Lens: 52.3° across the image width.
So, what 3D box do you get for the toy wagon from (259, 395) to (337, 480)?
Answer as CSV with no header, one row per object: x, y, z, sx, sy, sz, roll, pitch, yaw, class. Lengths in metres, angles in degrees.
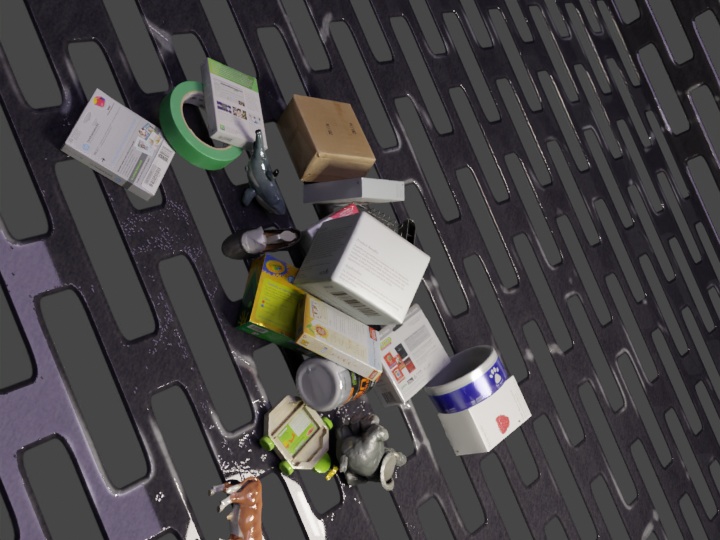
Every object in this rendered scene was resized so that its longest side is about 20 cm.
-0.126,0.371,1.592,0.155,0.040,0.200,-43,102,-39,toy wagon

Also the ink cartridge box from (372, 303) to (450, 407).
0.100,0.205,1.799,0.200,0.084,0.176,-32,95,-41,ink cartridge box

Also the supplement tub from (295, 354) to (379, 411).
-0.042,0.233,1.632,0.200,0.122,0.123,-11,80,-58,supplement tub

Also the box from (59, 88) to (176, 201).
-0.497,-0.261,1.533,0.200,0.041,0.156,32,56,-26,box

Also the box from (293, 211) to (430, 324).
0.000,0.000,1.606,0.199,0.200,0.172,33,72,-24,box

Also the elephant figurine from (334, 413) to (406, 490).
0.031,0.430,1.642,0.155,0.141,0.200,-32,117,-11,elephant figurine

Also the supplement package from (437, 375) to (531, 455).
0.319,0.372,1.885,0.200,0.120,0.121,-25,91,-40,supplement package

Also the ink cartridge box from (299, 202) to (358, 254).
-0.038,-0.039,1.756,0.147,0.086,0.200,-34,97,-25,ink cartridge box

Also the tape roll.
-0.350,-0.323,1.637,0.200,0.048,0.201,30,46,-37,tape roll

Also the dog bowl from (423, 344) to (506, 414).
0.259,0.269,1.823,0.200,0.200,0.079,-36,99,-40,dog bowl

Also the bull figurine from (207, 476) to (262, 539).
-0.236,0.508,1.437,0.121,0.065,0.201,11,67,-38,bull figurine

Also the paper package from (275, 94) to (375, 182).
-0.084,-0.315,1.797,0.190,0.103,0.200,0,54,-39,paper package

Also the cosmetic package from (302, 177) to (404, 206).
-0.018,-0.187,1.760,0.151,0.200,0.052,1,89,-46,cosmetic package

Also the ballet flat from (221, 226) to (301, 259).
-0.217,-0.071,1.662,0.200,0.068,0.068,-13,84,-40,ballet flat

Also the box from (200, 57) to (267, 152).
-0.289,-0.374,1.675,0.144,0.036,0.200,13,59,-46,box

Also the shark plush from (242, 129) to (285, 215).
-0.210,-0.226,1.668,0.091,0.083,0.200,-25,127,-48,shark plush

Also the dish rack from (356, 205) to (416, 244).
0.046,-0.087,1.883,0.200,0.055,0.154,24,59,-29,dish rack

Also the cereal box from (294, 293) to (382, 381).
-0.046,0.144,1.586,0.200,0.040,0.144,30,27,-18,cereal box

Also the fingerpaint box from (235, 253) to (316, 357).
-0.163,0.080,1.646,0.200,0.073,0.167,25,61,-29,fingerpaint box
